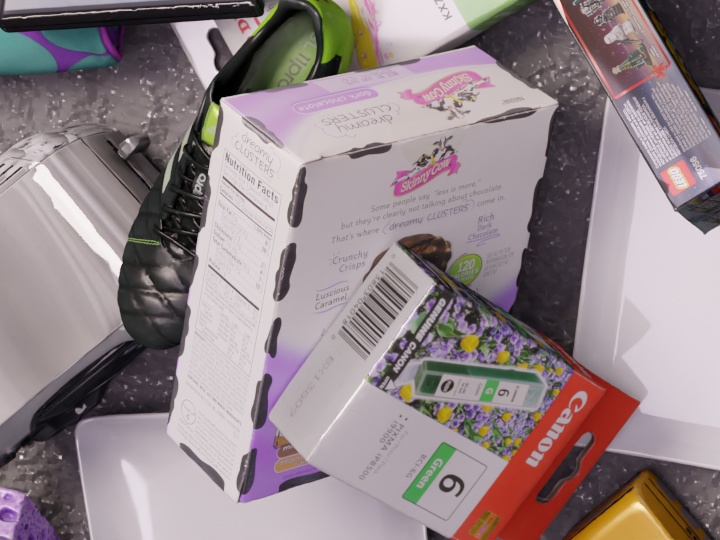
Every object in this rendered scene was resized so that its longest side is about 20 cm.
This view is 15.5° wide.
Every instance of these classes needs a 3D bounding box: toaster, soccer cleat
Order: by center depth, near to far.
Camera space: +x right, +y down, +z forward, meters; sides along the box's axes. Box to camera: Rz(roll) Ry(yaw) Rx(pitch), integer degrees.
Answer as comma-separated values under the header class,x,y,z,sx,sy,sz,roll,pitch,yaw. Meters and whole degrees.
class,x,y,z,sx,sy,sz,roll,pitch,yaw
soccer cleat,-0.070,-0.053,1.335,0.067,0.081,0.201,30,92,14
toaster,-0.173,0.011,1.449,0.200,0.114,0.129,-39,84,19

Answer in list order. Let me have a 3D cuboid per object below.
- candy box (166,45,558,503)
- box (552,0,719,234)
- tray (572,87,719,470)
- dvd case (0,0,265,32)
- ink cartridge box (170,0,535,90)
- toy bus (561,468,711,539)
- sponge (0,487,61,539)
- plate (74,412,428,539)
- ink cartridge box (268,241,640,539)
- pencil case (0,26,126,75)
class,x,y,z,sx,sy,sz,roll,pitch,yaw
candy box,0.000,0.000,1.340,0.071,0.167,0.201,39,130,39
box,0.130,-0.117,1.315,0.040,0.137,0.201,-31,80,10
tray,0.172,0.002,1.401,0.107,0.022,0.201,9,101,14
dvd case,-0.114,-0.219,1.389,0.142,0.018,0.201,-2,66,12
ink cartridge box,-0.014,-0.148,1.403,0.199,0.067,0.117,-30,90,17
toy bus,0.189,0.205,1.398,0.065,0.078,0.200,-41,87,16
sponge,-0.270,0.133,1.495,0.199,0.112,0.030,12,69,12
plate,-0.051,0.171,1.482,0.199,0.032,0.201,-5,96,16
ink cartridge box,0.061,0.079,1.334,0.200,0.050,0.109,32,98,-37
pencil case,-0.224,-0.150,1.450,0.199,0.085,0.093,-5,111,15
